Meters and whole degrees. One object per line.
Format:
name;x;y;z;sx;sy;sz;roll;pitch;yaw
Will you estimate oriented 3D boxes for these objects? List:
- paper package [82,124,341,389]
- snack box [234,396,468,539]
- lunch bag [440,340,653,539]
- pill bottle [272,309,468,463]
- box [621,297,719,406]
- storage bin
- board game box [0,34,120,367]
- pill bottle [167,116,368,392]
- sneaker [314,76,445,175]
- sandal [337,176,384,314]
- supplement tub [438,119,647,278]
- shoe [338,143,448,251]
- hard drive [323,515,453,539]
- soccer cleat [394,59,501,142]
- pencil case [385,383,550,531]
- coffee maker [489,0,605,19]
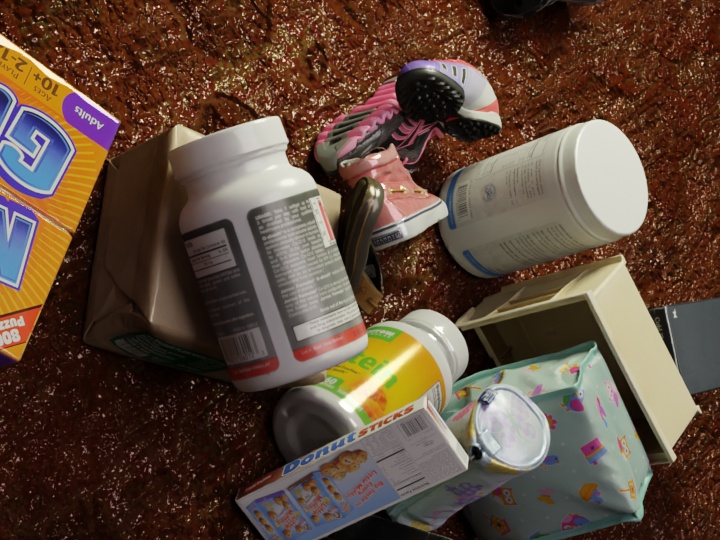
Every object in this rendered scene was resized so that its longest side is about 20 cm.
paper package;-0.124;-0.004;1.136;0.200;0.103;0.191;22;62;-40
snack box;-0.009;0.183;1.127;0.072;0.200;0.024;55;20;-18
lunch bag;0.171;0.182;1.306;0.170;0.200;0.122;63;31;-13
pill bottle;0.018;0.116;1.231;0.200;0.111;0.111;-36;103;-45
box;0.341;0.099;1.507;0.200;0.182;0.104;-6;81;-45
storage bin;0.227;0.107;1.378;0.094;0.198;0.200;-40;106;-43
board game box;-0.326;-0.052;0.878;0.200;0.200;0.200;36;54;-31
pill bottle;-0.077;-0.014;1.029;0.116;0.116;0.200;-21;94;-46
sneaker;0.030;-0.137;1.360;0.200;0.079;0.095;-41;118;-43
sandal;0.000;0.000;1.201;0.055;0.200;0.082;9;36;-12
supplement tub;0.194;-0.074;1.403;0.132;0.200;0.132;16;66;-41
shoe;0.034;-0.081;1.295;0.200;0.071;0.091;-37;108;-74
hard drive;0.063;0.263;1.167;0.140;0.200;0.038;33;74;-35
soccer cleat;0.089;-0.192;1.345;0.200;0.068;0.073;18;62;-60
pencil case;0.095;0.183;1.220;0.083;0.200;0.091;43;52;-1
coffee maker;0.224;-0.414;1.612;0.200;0.135;0.192;-19;68;-47
